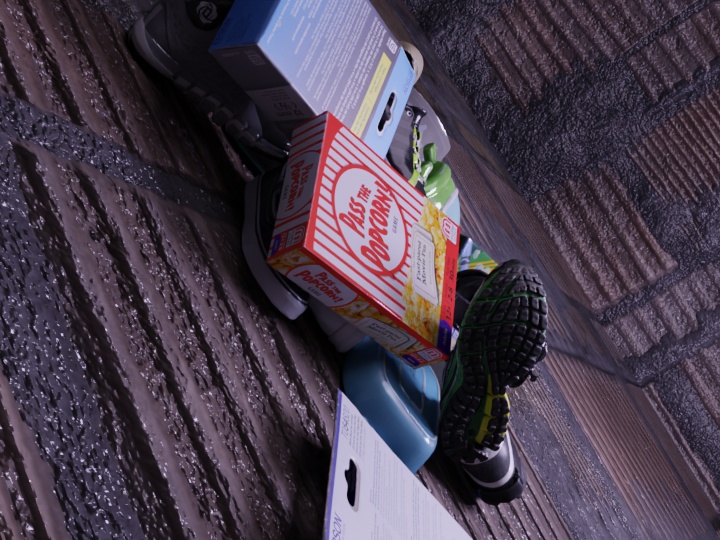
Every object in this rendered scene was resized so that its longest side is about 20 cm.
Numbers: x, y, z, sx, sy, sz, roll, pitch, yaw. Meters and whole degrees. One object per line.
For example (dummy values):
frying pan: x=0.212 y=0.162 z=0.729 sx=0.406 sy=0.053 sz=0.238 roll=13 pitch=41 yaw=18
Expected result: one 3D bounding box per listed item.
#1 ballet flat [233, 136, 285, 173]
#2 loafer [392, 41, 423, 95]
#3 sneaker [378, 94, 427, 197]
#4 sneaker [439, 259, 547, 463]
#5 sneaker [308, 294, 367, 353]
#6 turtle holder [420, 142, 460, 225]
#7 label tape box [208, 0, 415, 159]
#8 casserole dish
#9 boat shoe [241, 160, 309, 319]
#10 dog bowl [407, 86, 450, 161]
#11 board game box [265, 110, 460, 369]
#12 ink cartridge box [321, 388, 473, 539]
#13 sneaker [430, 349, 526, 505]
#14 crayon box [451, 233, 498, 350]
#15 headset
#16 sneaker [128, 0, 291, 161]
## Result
ballet flat: x=-0.052 y=-0.093 z=1.058 sx=0.200 sy=0.068 sz=0.068 roll=53 pitch=16 yaw=-12
loafer: x=0.001 y=-0.192 z=1.190 sx=0.076 sy=0.200 sz=0.068 roll=34 pitch=-1 yaw=2
sneaker: x=0.041 y=-0.142 z=1.080 sx=0.201 sy=0.083 sz=0.072 roll=60 pitch=0 yaw=6
sneaker: x=0.111 y=0.076 z=0.936 sx=0.078 sy=0.201 sz=0.085 roll=11 pitch=27 yaw=-14
sneaker: x=0.000 y=0.000 z=0.998 sx=0.089 sy=0.075 sz=0.200 roll=47 pitch=26 yaw=-4
turtle holder: x=0.056 y=-0.058 z=1.188 sx=0.186 sy=0.140 sz=0.132 roll=-113 pitch=-179 yaw=-72
label tape box: x=-0.036 y=-0.195 z=0.942 sx=0.200 sy=0.066 sz=0.144 roll=48 pitch=55 yaw=-44
casserole dish: x=0.036 y=0.112 z=0.971 sx=0.121 sy=0.039 sz=0.200 roll=54 pitch=15 yaw=-12
boat shoe: x=-0.061 y=-0.038 z=0.920 sx=0.072 sy=0.068 sz=0.200 roll=47 pitch=18 yaw=-30
dog bowl: x=0.023 y=-0.182 z=1.315 sx=0.200 sy=0.059 sz=0.200 roll=37 pitch=-20 yaw=16
board game box: x=0.010 y=-0.024 z=0.909 sx=0.200 sy=0.046 sz=0.152 roll=37 pitch=46 yaw=-36
ink cartridge box: x=0.025 y=0.211 z=0.731 sx=0.200 sy=0.041 sz=0.200 roll=51 pitch=16 yaw=-17
sneaker: x=0.123 y=0.175 z=1.075 sx=0.200 sy=0.073 sz=0.112 roll=-97 pitch=162 yaw=-64
crayon box: x=0.123 y=0.046 z=1.192 sx=0.051 sy=0.126 sz=0.200 roll=24 pitch=-7 yaw=37
headset: x=0.129 y=0.061 z=1.058 sx=0.200 sy=0.094 sz=0.124 roll=25 pitch=13 yaw=-39
sneaker: x=-0.110 y=-0.197 z=0.952 sx=0.200 sy=0.116 sz=0.075 roll=37 pitch=19 yaw=-23
